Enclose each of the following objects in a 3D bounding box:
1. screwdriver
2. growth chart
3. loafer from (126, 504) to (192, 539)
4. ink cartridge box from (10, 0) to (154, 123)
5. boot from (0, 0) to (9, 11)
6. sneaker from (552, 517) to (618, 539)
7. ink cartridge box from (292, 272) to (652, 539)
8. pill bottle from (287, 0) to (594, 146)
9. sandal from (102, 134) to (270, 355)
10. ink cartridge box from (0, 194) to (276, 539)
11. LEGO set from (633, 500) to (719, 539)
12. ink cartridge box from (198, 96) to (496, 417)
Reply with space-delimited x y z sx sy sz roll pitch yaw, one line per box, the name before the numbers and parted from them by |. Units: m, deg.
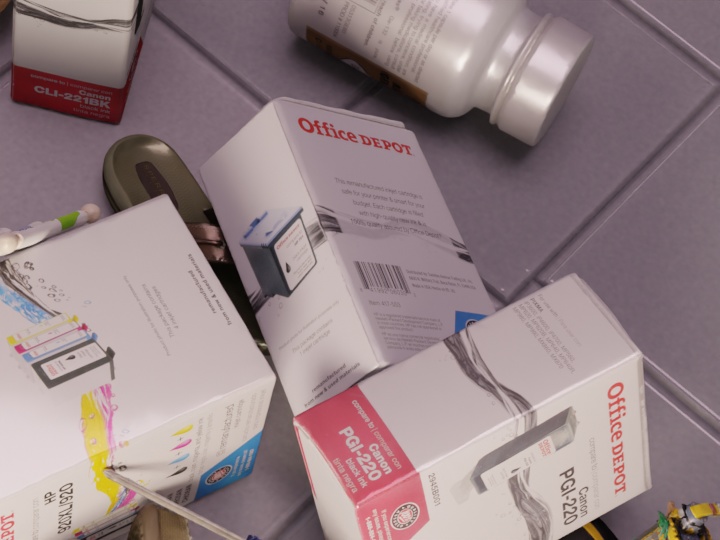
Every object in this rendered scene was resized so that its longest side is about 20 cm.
screwdriver | -0.077 0.155 1.216 0.200 0.028 0.029 39 73 -35
growth chart | -0.274 -0.010 1.240 0.199 0.145 0.018 -9 97 14
loafer | -0.089 0.233 1.211 0.067 0.076 0.201 -11 75 -23
ink cartridge box | -0.180 -0.219 1.376 0.083 0.200 0.145 13 59 -3
boot | -0.264 -0.221 1.447 0.075 0.074 0.200 44 69 1
sneaker | 0.161 0.224 1.248 0.070 0.090 0.201 -9 62 -15
ink cartridge box | 0.074 0.112 1.241 0.200 0.146 0.085 -28 50 -13
pill bottle | 0.058 -0.175 1.445 0.200 0.114 0.114 30 59 7
sandal | -0.106 -0.022 1.350 0.080 0.057 0.201 -21 63 -41
ink cartridge box | -0.178 0.079 1.236 0.200 0.147 0.145 -24 67 -22
LEGO set | 0.270 0.200 1.222 0.200 0.116 0.154 25 40 -29
ink cartridge box | 0.000 0.000 1.316 0.146 0.086 0.200 8 50 -48
